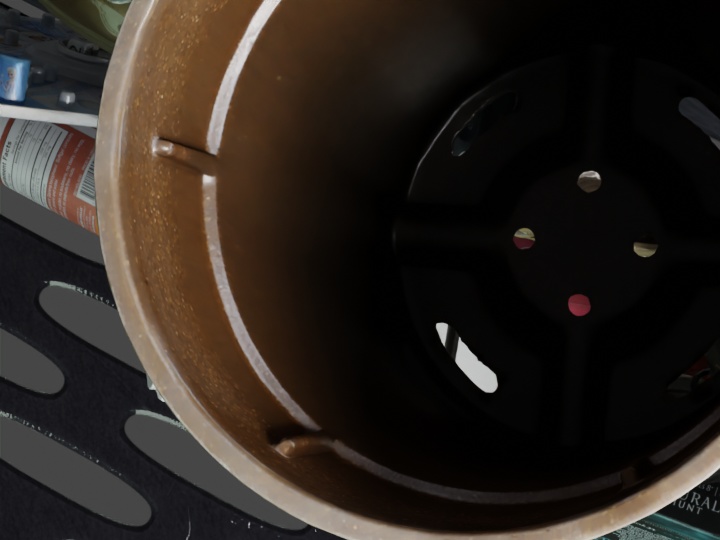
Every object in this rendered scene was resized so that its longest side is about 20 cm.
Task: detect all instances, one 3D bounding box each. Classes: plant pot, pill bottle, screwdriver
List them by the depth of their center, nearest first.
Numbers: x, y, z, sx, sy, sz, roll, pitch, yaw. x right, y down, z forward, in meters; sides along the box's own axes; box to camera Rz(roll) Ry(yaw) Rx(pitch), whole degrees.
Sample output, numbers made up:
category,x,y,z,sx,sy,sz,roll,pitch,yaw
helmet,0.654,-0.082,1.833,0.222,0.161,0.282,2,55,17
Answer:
category,x,y,z,sx,sy,sz,roll,pitch,yaw
plant pot,0.051,-0.020,0.515,0.199,0.201,0.198,26,-178,17
screwdriver,0.045,-0.008,0.656,0.029,0.201,0.028,3,146,4
pill bottle,-0.279,-0.115,1.596,0.199,0.113,0.112,28,175,11

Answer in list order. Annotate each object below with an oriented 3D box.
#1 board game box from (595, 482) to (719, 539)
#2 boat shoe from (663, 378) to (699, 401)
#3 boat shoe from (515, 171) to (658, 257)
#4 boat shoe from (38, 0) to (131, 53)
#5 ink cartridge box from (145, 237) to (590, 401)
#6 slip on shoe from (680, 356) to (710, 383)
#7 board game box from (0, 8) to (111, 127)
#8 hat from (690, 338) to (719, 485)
category,x,y,z,sx,sy,sz,roll,pitch,yaw
board game box,0.096,0.107,0.898,0.199,0.028,0.135,19,164,14
boat shoe,0.154,0.086,0.957,0.074,0.069,0.200,8,-168,-8
boat shoe,0.062,-0.052,0.755,0.199,0.072,0.065,19,171,-7
boat shoe,-0.057,-0.119,0.724,0.199,0.074,0.063,19,165,13
ink cartridge box,0.000,0.000,0.817,0.198,0.083,0.147,8,-149,-16
slip on shoe,0.176,0.024,0.903,0.199,0.074,0.061,24,151,40
board game box,-0.126,-0.106,0.828,0.199,0.026,0.200,4,-162,-28
hat,0.186,0.021,0.656,0.201,0.199,0.082,90,163,-76
